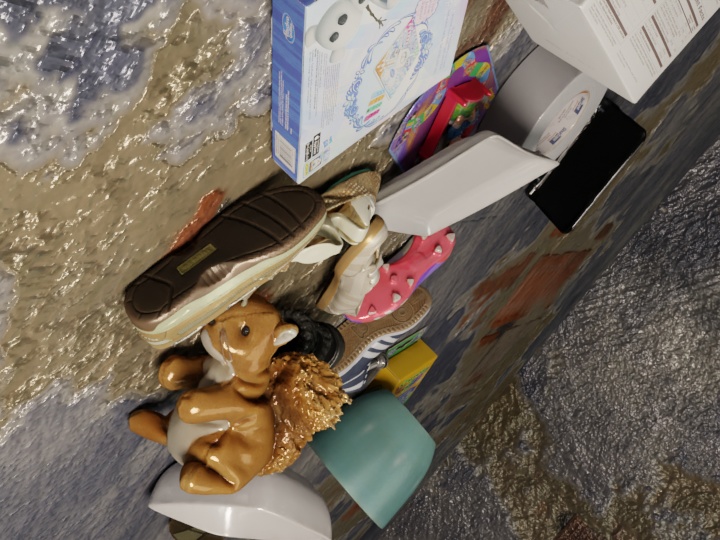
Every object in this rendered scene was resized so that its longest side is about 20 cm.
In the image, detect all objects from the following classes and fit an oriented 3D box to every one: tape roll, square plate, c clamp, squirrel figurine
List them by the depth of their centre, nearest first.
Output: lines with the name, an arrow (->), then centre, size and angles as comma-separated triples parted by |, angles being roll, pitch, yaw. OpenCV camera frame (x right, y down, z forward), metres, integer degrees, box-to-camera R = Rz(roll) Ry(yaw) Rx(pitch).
squirrel figurine -> -0.113, 0.118, 0.945 | 0.198, 0.141, 0.189 | 15, 100, -36
square plate -> 0.107, -0.099, 1.043 | 0.197, 0.029, 0.199 | -29, 163, 27
tape roll -> 0.238, -0.208, 1.182 | 0.200, 0.066, 0.201 | -41, 161, -17
c clamp -> -0.012, 0.177, 1.470 | 0.172, 0.027, 0.199 | -53, 161, 20

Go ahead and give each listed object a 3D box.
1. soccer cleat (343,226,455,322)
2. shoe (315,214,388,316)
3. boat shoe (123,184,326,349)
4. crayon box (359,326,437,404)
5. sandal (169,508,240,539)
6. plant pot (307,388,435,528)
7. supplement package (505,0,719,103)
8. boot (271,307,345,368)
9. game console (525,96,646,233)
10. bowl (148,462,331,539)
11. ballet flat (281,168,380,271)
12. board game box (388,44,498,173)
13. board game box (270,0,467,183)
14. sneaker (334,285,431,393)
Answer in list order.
soccer cleat -> 0.052, 0.009, 1.223 | 0.200, 0.067, 0.077 | -42, 166, -23
shoe -> 0.000, 0.000, 1.037 | 0.070, 0.053, 0.200 | -57, 180, -29
boat shoe -> -0.114, -0.001, 0.814 | 0.199, 0.072, 0.077 | -32, 145, -12
crayon box -> 0.061, 0.204, 1.649 | 0.125, 0.052, 0.201 | -25, 151, -48
sandal -> -0.196, 0.312, 1.299 | 0.201, 0.081, 0.055 | -57, -178, 9
plant pot -> 0.029, 0.298, 1.521 | 0.161, 0.201, 0.201 | -41, 161, -6
supplement package -> 0.237, -0.294, 0.809 | 0.200, 0.152, 0.150 | -49, 139, 6
boot -> -0.114, 0.135, 1.082 | 0.212, 0.079, 0.158 | -54, 164, 4
game console -> 0.376, -0.168, 1.486 | 0.201, 0.116, 0.175 | -53, 160, 18
bowl -> -0.148, 0.291, 1.170 | 0.200, 0.197, 0.076 | 44, 47, -52
ballet flat -> -0.032, -0.045, 0.917 | 0.199, 0.065, 0.071 | -30, 156, -41
board game box -> 0.111, -0.161, 1.032 | 0.158, 0.039, 0.200 | -47, 162, 1
board game box -> 0.012, -0.194, 0.747 | 0.198, 0.043, 0.201 | -38, 159, -25
sneaker -> 0.017, 0.102, 1.312 | 0.199, 0.070, 0.109 | -34, 154, -15
